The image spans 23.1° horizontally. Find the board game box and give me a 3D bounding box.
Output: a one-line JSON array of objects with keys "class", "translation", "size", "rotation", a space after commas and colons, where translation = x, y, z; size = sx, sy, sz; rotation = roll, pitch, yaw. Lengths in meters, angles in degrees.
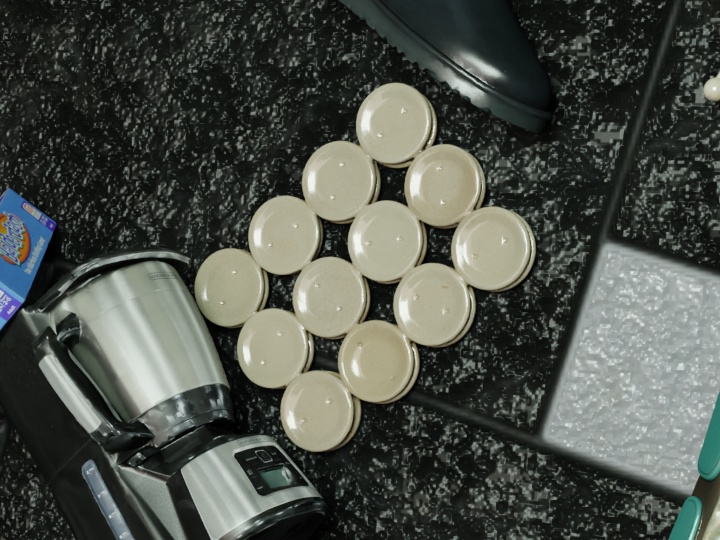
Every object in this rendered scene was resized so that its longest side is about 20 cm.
[{"class": "board game box", "translation": [-0.279, 0.054, 1.129], "size": [0.045, 0.152, 0.200], "rotation": [37, 103, -14]}]

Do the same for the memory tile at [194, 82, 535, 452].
[{"class": "memory tile", "translation": [0.000, 0.000, 1.076], "size": [0.200, 0.017, 0.153], "rotation": [-43, 70, 15]}]

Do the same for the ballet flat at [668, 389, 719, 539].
[{"class": "ballet flat", "translation": [0.208, 0.125, 0.954], "size": [0.062, 0.067, 0.201], "rotation": [19, 98, -3]}]

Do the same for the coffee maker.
[{"class": "coffee maker", "translation": [-0.134, 0.116, 1.081], "size": [0.200, 0.134, 0.192], "rotation": [59, 143, 18]}]

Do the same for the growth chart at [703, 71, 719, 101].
[{"class": "growth chart", "translation": [0.270, -0.140, 0.900], "size": [0.145, 0.018, 0.200], "rotation": [-61, 27, -3]}]

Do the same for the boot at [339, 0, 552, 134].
[{"class": "boot", "translation": [0.073, -0.198, 1.025], "size": [0.200, 0.076, 0.168], "rotation": [43, 107, 28]}]
